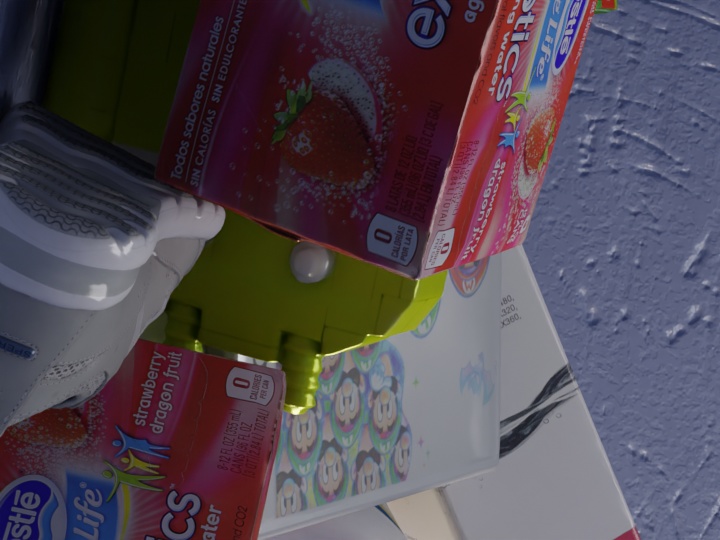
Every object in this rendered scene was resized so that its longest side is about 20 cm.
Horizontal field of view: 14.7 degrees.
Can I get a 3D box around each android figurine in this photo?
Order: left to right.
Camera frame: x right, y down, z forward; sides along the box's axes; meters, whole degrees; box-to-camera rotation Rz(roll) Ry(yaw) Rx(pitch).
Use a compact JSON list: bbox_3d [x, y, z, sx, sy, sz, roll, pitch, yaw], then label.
[{"bbox_3d":[-0.023,-0.054,0.952,0.041,0.181,0.202,-6,111,-69],"label":"android figurine"}]

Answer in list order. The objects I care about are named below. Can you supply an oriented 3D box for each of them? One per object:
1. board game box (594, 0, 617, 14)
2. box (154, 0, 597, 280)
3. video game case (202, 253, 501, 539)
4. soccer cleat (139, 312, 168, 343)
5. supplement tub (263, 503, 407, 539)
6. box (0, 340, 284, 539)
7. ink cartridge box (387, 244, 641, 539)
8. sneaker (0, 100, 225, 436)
[{"bbox_3d":[0.025,-0.119,1.077,0.200,0.101,0.048,-12,97,-71],"label":"board game box"},{"bbox_3d":[0.021,-0.108,0.851,0.100,0.095,0.201,-16,125,-66],"label":"box"},{"bbox_3d":[0.000,0.000,1.076,0.200,0.024,0.184,-9,101,-58],"label":"video game case"},{"bbox_3d":[-0.090,-0.031,1.047,0.087,0.069,0.201,89,5,-46],"label":"soccer cleat"},{"bbox_3d":[-0.054,0.127,1.191,0.200,0.144,0.146,-123,-135,-70],"label":"supplement tub"},{"bbox_3d":[-0.093,0.126,0.896,0.096,0.099,0.201,104,-2,-54],"label":"box"},{"bbox_3d":[0.041,0.072,1.255,0.201,0.084,0.145,68,-18,-13],"label":"ink cartridge box"},{"bbox_3d":[-0.097,0.001,0.854,0.082,0.074,0.200,-63,176,9],"label":"sneaker"}]
